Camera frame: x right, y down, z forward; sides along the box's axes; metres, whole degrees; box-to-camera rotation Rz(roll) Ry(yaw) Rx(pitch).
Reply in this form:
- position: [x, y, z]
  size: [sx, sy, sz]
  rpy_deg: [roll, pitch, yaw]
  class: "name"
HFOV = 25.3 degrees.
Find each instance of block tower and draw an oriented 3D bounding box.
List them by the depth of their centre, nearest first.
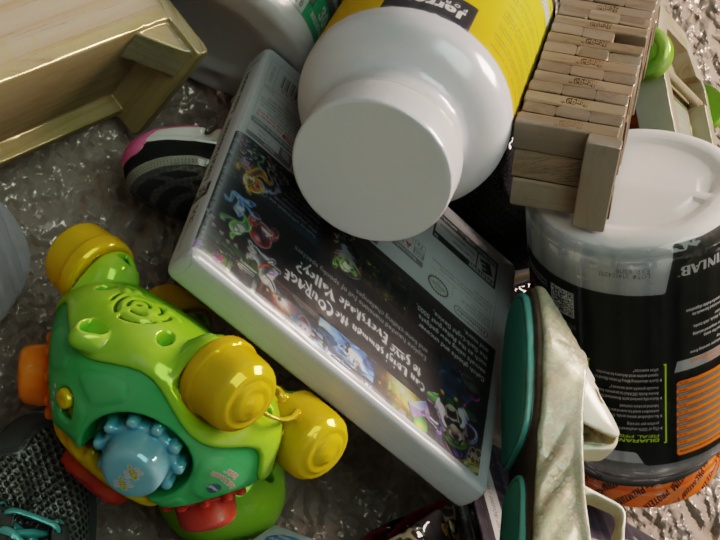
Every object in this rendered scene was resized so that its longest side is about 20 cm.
- position: [0.126, -0.104, 0.877]
  size: [0.058, 0.054, 0.200]
  rpy_deg: [10, 39, 10]
  class: "block tower"

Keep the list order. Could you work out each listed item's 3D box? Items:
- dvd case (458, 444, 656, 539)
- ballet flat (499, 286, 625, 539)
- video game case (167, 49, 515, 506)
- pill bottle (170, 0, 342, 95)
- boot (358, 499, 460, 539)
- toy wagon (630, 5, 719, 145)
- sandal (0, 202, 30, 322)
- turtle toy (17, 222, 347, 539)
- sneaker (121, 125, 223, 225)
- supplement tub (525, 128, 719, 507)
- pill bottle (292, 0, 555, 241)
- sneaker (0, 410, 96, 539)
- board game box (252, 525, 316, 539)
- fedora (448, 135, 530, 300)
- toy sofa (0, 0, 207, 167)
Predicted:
- position: [0.137, 0.172, 0.906]
  size: [0.200, 0.016, 0.149]
  rpy_deg: [32, 18, -17]
  class: "dvd case"
- position: [0.101, 0.103, 0.807]
  size: [0.062, 0.067, 0.200]
  rpy_deg: [10, 61, -8]
  class: "ballet flat"
- position: [0.000, 0.000, 0.836]
  size: [0.200, 0.023, 0.182]
  rpy_deg: [41, 35, -21]
  class: "video game case"
- position: [-0.042, -0.207, 0.927]
  size: [0.113, 0.113, 0.200]
  rpy_deg: [34, 62, -15]
  class: "pill bottle"
- position: [0.070, 0.199, 0.884]
  size: [0.200, 0.073, 0.151]
  rpy_deg: [-23, 86, -24]
  class: "boot"
- position: [0.209, -0.066, 1.023]
  size: [0.155, 0.040, 0.200]
  rpy_deg: [19, 60, -63]
  class: "toy wagon"
- position: [-0.232, 0.039, 0.781]
  size: [0.079, 0.059, 0.207]
  rpy_deg: [59, 35, -20]
  class: "sandal"
- position: [-0.088, 0.073, 0.781]
  size: [0.101, 0.146, 0.200]
  rpy_deg: [-51, 145, -4]
  class: "turtle toy"
- position: [-0.047, -0.005, 0.882]
  size: [0.200, 0.074, 0.087]
  rpy_deg: [31, 55, -23]
  class: "sneaker"
- position: [0.158, 0.031, 0.909]
  size: [0.123, 0.123, 0.200]
  rpy_deg: [-35, 135, -33]
  class: "supplement tub"
- position: [0.032, -0.103, 0.841]
  size: [0.112, 0.112, 0.200]
  rpy_deg: [40, 37, -12]
  class: "pill bottle"
- position: [-0.161, 0.158, 0.754]
  size: [0.078, 0.091, 0.200]
  rpy_deg: [18, 65, -20]
  class: "sneaker"
- position: [-0.044, 0.194, 0.707]
  size: [0.200, 0.151, 0.047]
  rpy_deg: [-28, 121, -46]
  class: "board game box"
- position: [0.105, -0.074, 0.976]
  size: [0.200, 0.092, 0.201]
  rpy_deg: [9, 70, -27]
  class: "fedora"
- position: [-0.184, -0.098, 0.807]
  size: [0.098, 0.083, 0.200]
  rpy_deg: [52, 44, 5]
  class: "toy sofa"
